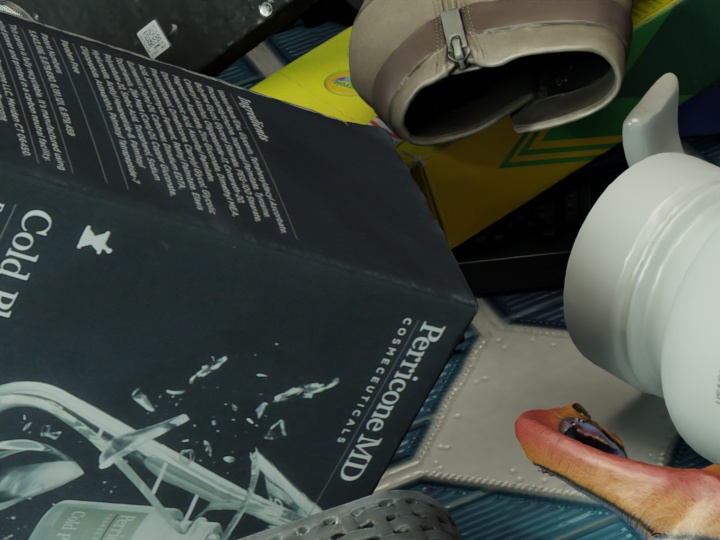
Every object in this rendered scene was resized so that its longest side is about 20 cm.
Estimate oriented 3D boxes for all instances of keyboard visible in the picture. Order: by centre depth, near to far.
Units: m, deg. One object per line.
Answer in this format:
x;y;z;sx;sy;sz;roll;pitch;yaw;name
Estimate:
0.000;0.000;1.199;0.199;0.021;0.127;-7;35;7;keyboard

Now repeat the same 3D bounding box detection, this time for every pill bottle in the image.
0.174;0.030;1.030;0.114;0.115;0.200;-33;41;-29;pill bottle

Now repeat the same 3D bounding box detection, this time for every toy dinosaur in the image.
0.138;0.084;0.946;0.181;0.200;0.105;41;36;12;toy dinosaur

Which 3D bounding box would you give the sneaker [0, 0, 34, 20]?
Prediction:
-0.167;-0.065;1.160;0.075;0.114;0.200;-34;44;-24;sneaker

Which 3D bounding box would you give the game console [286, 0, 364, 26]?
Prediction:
-0.043;-0.179;1.302;0.172;0.201;0.119;21;46;37;game console

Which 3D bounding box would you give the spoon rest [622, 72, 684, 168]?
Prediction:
0.199;-0.014;1.138;0.199;0.061;0.099;25;49;22;spoon rest

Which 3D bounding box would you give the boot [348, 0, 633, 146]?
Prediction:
0.089;-0.117;1.160;0.199;0.070;0.146;-24;32;10;boot

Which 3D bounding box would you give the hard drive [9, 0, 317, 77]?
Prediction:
-0.097;-0.149;1.261;0.200;0.140;0.038;-35;-8;28;hard drive

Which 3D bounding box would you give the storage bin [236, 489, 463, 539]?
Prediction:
-0.042;0.170;0.871;0.199;0.136;0.094;-17;35;-9;storage bin

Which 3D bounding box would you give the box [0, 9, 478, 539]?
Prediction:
-0.101;0.034;0.958;0.196;0.200;0.124;15;27;-28;box

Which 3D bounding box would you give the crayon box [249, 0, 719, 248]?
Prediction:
0.053;-0.082;1.237;0.200;0.051;0.127;-31;35;-17;crayon box

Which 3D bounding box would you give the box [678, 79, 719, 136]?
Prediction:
0.217;-0.109;1.283;0.199;0.033;0.121;-4;36;12;box
